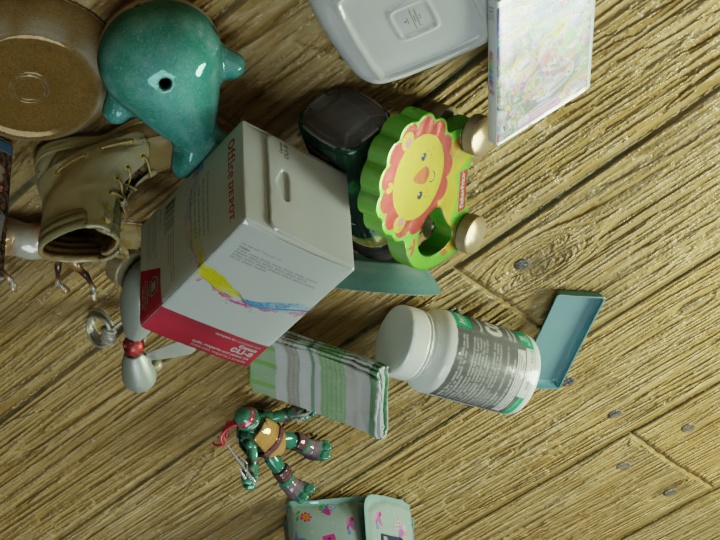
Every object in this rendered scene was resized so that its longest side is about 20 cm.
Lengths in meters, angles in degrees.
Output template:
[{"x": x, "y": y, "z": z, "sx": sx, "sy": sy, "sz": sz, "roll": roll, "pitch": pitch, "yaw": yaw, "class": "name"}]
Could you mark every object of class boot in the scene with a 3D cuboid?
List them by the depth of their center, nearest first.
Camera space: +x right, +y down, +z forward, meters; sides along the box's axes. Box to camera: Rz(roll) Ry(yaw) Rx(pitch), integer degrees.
[{"x": -0.257, "y": -0.088, "z": 1.576, "sx": 0.199, "sy": 0.156, "sz": 0.073, "roll": -11, "pitch": 138, "yaw": 0, "class": "boot"}]

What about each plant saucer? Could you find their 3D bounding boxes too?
[{"x": -0.347, "y": -0.201, "z": 1.525, "sx": 0.199, "sy": 0.036, "sz": 0.201, "roll": -5, "pitch": 138, "yaw": -5, "class": "plant saucer"}, {"x": 0.000, "y": 0.000, "z": 1.741, "sx": 0.199, "sy": 0.200, "sz": 0.036, "roll": 5, "pitch": 94, "yaw": -16, "class": "plant saucer"}, {"x": 0.269, "y": 0.095, "z": 1.984, "sx": 0.070, "sy": 0.019, "sz": 0.200, "roll": 3, "pitch": 136, "yaw": -14, "class": "plant saucer"}]

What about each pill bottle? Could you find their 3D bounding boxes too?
[{"x": 0.127, "y": 0.115, "z": 1.908, "sx": 0.199, "sy": 0.113, "sz": 0.113, "roll": 17, "pitch": 133, "yaw": -27, "class": "pill bottle"}]

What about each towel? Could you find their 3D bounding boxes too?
[{"x": -0.059, "y": 0.147, "z": 1.904, "sx": 0.199, "sy": 0.031, "sz": 0.150, "roll": 17, "pitch": 139, "yaw": 16, "class": "towel"}]

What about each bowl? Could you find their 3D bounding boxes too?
[{"x": 0.050, "y": -0.278, "z": 1.484, "sx": 0.199, "sy": 0.075, "sz": 0.200, "roll": -20, "pitch": 139, "yaw": 13, "class": "bowl"}]

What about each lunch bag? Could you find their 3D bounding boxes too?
[{"x": -0.010, "y": 0.434, "z": 2.197, "sx": 0.199, "sy": 0.171, "sz": 0.122, "roll": -3, "pitch": 146, "yaw": -8, "class": "lunch bag"}]

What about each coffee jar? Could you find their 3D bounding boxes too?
[{"x": 0.000, "y": -0.104, "z": 1.642, "sx": 0.085, "sy": 0.104, "sz": 0.200, "roll": -40, "pitch": 141, "yaw": -18, "class": "coffee jar"}]

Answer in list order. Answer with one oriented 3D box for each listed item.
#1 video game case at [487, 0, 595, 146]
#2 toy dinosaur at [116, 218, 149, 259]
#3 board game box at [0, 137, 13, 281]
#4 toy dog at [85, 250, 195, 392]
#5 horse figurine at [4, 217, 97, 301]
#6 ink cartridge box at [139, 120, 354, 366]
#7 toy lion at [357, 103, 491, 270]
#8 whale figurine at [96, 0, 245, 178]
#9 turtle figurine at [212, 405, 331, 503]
[{"x": 0.192, "y": -0.240, "z": 1.541, "sx": 0.143, "sy": 0.018, "sz": 0.200, "roll": -32, "pitch": 144, "yaw": -21, "class": "video game case"}, {"x": -0.238, "y": -0.040, "z": 1.641, "sx": 0.199, "sy": 0.058, "sz": 0.101, "roll": -11, "pitch": 158, "yaw": 19, "class": "toy dinosaur"}, {"x": -0.461, "y": -0.042, "z": 1.557, "sx": 0.097, "sy": 0.201, "sz": 0.159, "roll": 28, "pitch": 129, "yaw": -34, "class": "board game box"}, {"x": -0.253, "y": 0.050, "z": 1.783, "sx": 0.096, "sy": 0.132, "sz": 0.200, "roll": -25, "pitch": 158, "yaw": -36, "class": "toy dog"}, {"x": -0.389, "y": -0.022, "z": 1.703, "sx": 0.199, "sy": 0.050, "sz": 0.133, "roll": -1, "pitch": 127, "yaw": -1, "class": "horse figurine"}, {"x": -0.122, "y": -0.025, "z": 1.536, "sx": 0.144, "sy": 0.146, "sz": 0.200, "roll": 24, "pitch": 132, "yaw": -30, "class": "ink cartridge box"}, {"x": 0.066, "y": -0.088, "z": 1.601, "sx": 0.191, "sy": 0.068, "sz": 0.201, "roll": -31, "pitch": 133, "yaw": -43, "class": "toy lion"}, {"x": -0.191, "y": -0.180, "z": 1.497, "sx": 0.159, "sy": 0.104, "sz": 0.201, "roll": -20, "pitch": 121, "yaw": 0, "class": "whale figurine"}, {"x": -0.119, "y": 0.237, "z": 2.014, "sx": 0.150, "sy": 0.101, "sz": 0.200, "roll": -51, "pitch": 138, "yaw": -8, "class": "turtle figurine"}]
